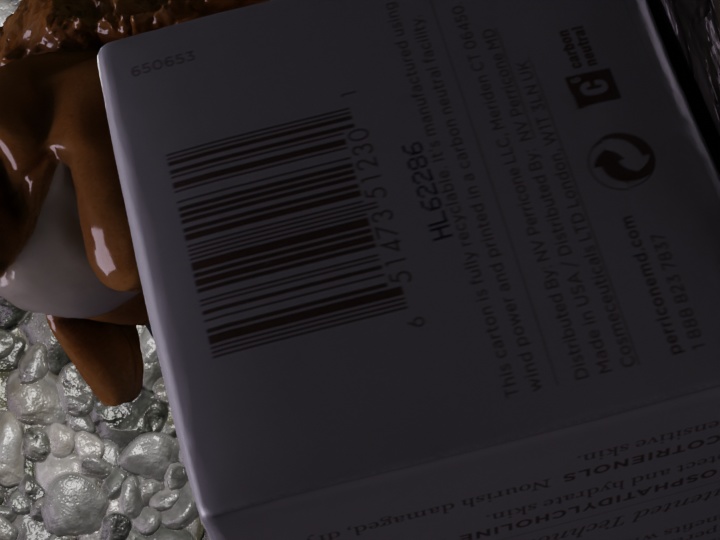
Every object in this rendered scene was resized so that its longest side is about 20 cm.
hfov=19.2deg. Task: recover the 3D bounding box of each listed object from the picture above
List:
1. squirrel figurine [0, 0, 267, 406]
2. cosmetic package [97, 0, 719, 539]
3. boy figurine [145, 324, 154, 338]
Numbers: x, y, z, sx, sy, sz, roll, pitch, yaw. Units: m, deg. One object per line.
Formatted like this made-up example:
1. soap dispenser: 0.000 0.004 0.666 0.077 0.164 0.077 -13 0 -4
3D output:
1. squirrel figurine: -0.071 -0.067 0.864 0.141 0.186 0.200 41 -144 -37
2. cosmetic package: 0.026 0.029 0.671 0.200 0.166 0.168 81 174 -59
3. boy figurine: 0.000 0.000 1.004 0.064 0.200 0.125 -126 47 -55
